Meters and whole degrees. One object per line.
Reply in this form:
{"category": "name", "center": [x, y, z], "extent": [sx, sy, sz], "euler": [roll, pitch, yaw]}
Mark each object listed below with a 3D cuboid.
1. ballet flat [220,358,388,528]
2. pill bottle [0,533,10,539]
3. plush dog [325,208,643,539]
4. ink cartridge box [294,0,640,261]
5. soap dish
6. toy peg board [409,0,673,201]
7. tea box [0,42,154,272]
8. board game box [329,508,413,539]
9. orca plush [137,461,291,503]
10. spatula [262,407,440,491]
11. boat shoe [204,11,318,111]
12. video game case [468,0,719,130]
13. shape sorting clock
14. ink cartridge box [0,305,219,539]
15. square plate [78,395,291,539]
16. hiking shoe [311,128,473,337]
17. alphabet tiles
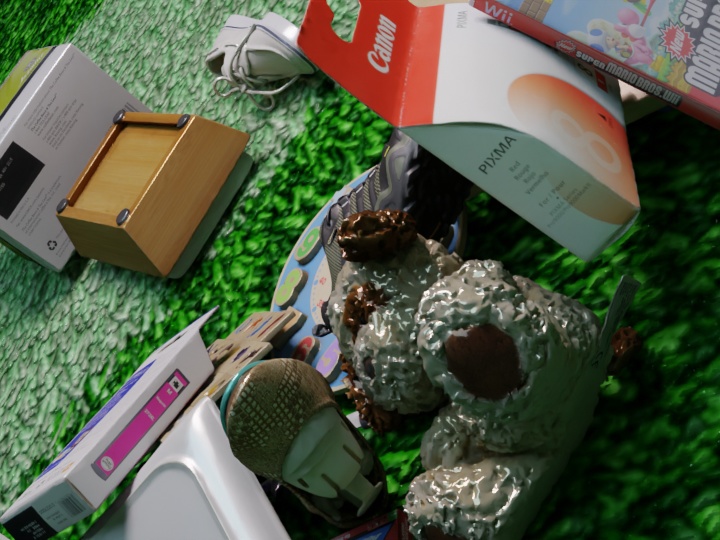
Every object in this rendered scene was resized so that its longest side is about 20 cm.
{"category": "ballet flat", "center": [-0.021, 0.107, 0.728], "extent": [0.065, 0.200, 0.071], "euler": [32, 81, 24]}
{"category": "pill bottle", "center": [-0.341, 0.304, 0.967], "extent": [0.201, 0.113, 0.113], "euler": [-53, 34, -3]}
{"category": "plush dog", "center": [0.054, 0.041, 0.713], "extent": [0.171, 0.202, 0.160], "euler": [29, 48, 29]}
{"category": "ink cartridge box", "center": [0.065, -0.114, 0.691], "extent": [0.050, 0.199, 0.163], "euler": [-45, 19, 30]}
{"category": "soap dish", "center": [-0.206, -0.081, 1.203], "extent": [0.199, 0.081, 0.159], "euler": [11, 67, 54]}
{"category": "toy peg board", "center": [0.146, -0.156, 0.879], "extent": [0.198, 0.097, 0.202], "euler": [-25, 57, 34]}
{"category": "tea box", "center": [-0.348, -0.125, 1.349], "extent": [0.201, 0.133, 0.196], "euler": [-57, 28, -10]}
{"category": "board game box", "center": [-0.048, 0.233, 0.778], "extent": [0.199, 0.019, 0.104], "euler": [-31, 40, 27]}
{"category": "orca plush", "center": [-0.121, 0.154, 0.864], "extent": [0.199, 0.070, 0.107], "euler": [-10, 73, 49]}
{"category": "spatula", "center": [-0.007, 0.108, 0.847], "extent": [0.198, 0.020, 0.057], "euler": [-24, 48, 33]}
{"category": "boat shoe", "center": [-0.107, -0.201, 1.208], "extent": [0.087, 0.074, 0.201], "euler": [-54, 32, -7]}
{"category": "video game case", "center": [0.180, -0.168, 0.748], "extent": [0.144, 0.198, 0.018], "euler": [-60, -6, -30]}
{"category": "shape sorting clock", "center": [0.000, 0.000, 0.925], "extent": [0.199, 0.039, 0.202], "euler": [-30, 38, 27]}
{"category": "ink cartridge box", "center": [-0.166, 0.108, 0.879], "extent": [0.094, 0.037, 0.201], "euler": [-33, 15, 41]}
{"category": "square plate", "center": [-0.119, 0.218, 0.780], "extent": [0.198, 0.028, 0.201], "euler": [-47, 57, 18]}
{"category": "hiking shoe", "center": [0.013, -0.042, 0.834], "extent": [0.100, 0.075, 0.203], "euler": [16, 91, 40]}
{"category": "alphabet tiles", "center": [-0.125, 0.088, 0.932], "extent": [0.166, 0.006, 0.200], "euler": [-43, 10, -14]}
